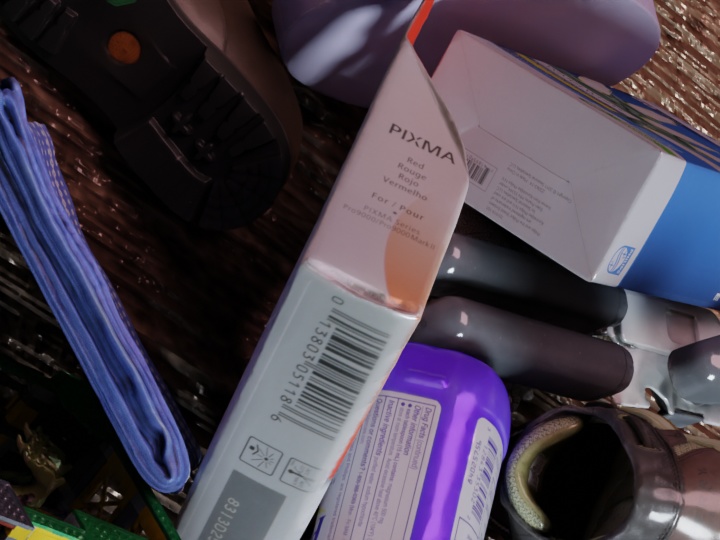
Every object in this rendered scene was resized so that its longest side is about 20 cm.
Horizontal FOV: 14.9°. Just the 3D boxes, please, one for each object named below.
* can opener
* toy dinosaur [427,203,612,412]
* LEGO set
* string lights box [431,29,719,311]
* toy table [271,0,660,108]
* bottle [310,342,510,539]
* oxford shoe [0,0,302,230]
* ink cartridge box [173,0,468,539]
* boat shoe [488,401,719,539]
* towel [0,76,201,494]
[{"bbox_3d":[0.102,0.021,1.099,0.199,0.067,0.054,16,62,-46],"label":"can opener"},{"bbox_3d":[0.051,-0.004,1.154,0.102,0.077,0.201,32,50,-50],"label":"toy dinosaur"},{"bbox_3d":[-0.149,0.093,0.874,0.200,0.116,0.154,25,20,-53],"label":"LEGO set"},{"bbox_3d":[0.107,-0.035,1.118,0.102,0.059,0.200,34,11,26],"label":"string lights box"},{"bbox_3d":[0.038,-0.144,1.134,0.200,0.183,0.118,19,54,-59],"label":"toy table"},{"bbox_3d":[0.006,0.130,1.012,0.065,0.084,0.201,11,66,7],"label":"bottle"},{"bbox_3d":[-0.092,-0.112,1.076,0.201,0.072,0.084,58,23,-9],"label":"oxford shoe"},{"bbox_3d":[0.000,0.000,1.003,0.050,0.163,0.200,27,42,0],"label":"ink cartridge box"},{"bbox_3d":[0.087,0.080,1.060,0.066,0.201,0.072,21,83,-22],"label":"boat shoe"},{"bbox_3d":[-0.090,0.006,0.936,0.146,0.024,0.200,63,-2,0],"label":"towel"}]
